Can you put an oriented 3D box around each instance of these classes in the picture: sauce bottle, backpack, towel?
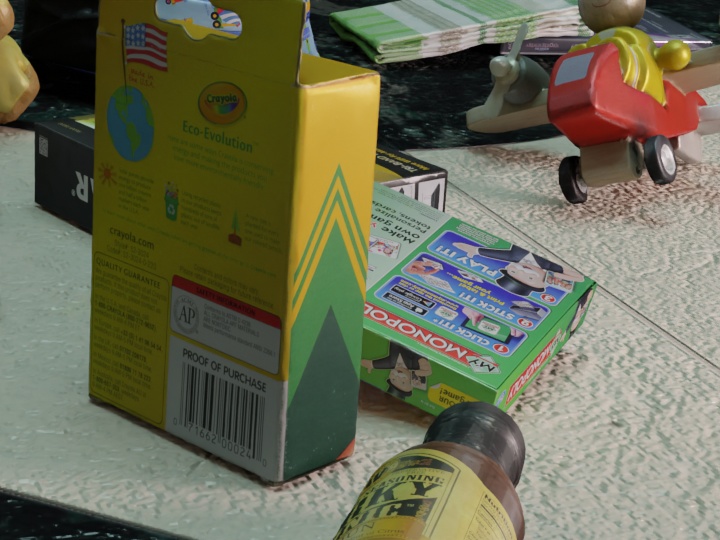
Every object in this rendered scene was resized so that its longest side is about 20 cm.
[{"bbox_3d":[0.023,0.100,0.658,0.064,0.065,0.200,8,18,10],"label":"sauce bottle"},{"bbox_3d":[-0.128,-0.195,1.389,0.199,0.136,0.182,16,23,24],"label":"backpack"},{"bbox_3d":[0.086,-0.211,1.616,0.198,0.031,0.149,-11,20,-13],"label":"towel"}]

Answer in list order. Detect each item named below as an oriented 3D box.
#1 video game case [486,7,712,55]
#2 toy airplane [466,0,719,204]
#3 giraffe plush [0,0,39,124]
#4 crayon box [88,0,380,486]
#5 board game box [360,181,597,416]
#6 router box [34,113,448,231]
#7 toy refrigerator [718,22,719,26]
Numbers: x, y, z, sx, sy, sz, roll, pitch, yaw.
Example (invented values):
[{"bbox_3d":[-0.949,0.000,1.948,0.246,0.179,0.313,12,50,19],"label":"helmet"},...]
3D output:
[{"bbox_3d":[0.197,-0.217,1.699,0.198,0.019,0.143,0,19,-15],"label":"video game case"},{"bbox_3d":[0.184,-0.130,1.245,0.198,0.142,0.199,-15,3,-14],"label":"toy airplane"},{"bbox_3d":[-0.333,-0.164,1.251,0.162,0.201,0.172,-35,37,-17],"label":"giraffe plush"},{"bbox_3d":[-0.056,-0.026,0.797,0.126,0.202,0.051,20,24,39],"label":"crayon box"},{"bbox_3d":[0.000,0.000,0.913,0.199,0.029,0.134,25,32,17],"label":"board game box"},{"bbox_3d":[-0.072,-0.049,1.090,0.156,0.053,0.199,-13,25,-39],"label":"router box"},{"bbox_3d":[0.446,-0.255,1.774,0.198,0.077,0.070,4,19,-4],"label":"toy refrigerator"}]
